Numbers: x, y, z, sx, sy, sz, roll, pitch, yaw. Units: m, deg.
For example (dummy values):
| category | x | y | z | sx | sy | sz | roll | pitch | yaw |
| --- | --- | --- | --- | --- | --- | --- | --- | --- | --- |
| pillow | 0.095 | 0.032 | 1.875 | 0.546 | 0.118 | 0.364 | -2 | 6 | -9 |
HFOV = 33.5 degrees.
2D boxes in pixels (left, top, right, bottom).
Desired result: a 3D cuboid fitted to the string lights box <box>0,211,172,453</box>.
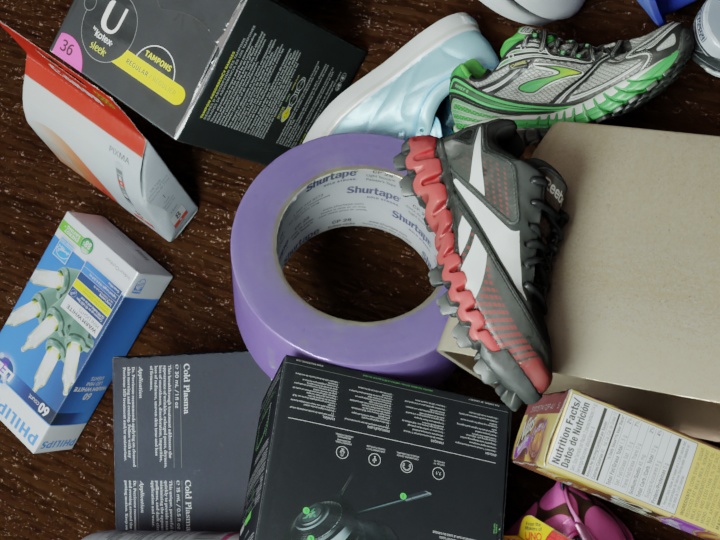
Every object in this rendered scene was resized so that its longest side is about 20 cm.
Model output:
| category | x | y | z | sx | sy | sz | roll | pitch | yaw |
| --- | --- | --- | --- | --- | --- | --- | --- | --- | --- |
| string lights box | -0.271 | 0.058 | 1.118 | 0.102 | 0.059 | 0.201 | 37 | 102 | 22 |

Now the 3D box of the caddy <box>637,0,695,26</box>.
| category | x | y | z | sx | sy | sz | roll | pitch | yaw |
| --- | --- | --- | --- | --- | --- | --- | --- | --- | --- |
| caddy | 0.206 | -0.279 | 0.865 | 0.104 | 0.141 | 0.202 | -19 | 77 | 20 |

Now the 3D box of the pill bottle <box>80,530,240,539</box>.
| category | x | y | z | sx | sy | sz | roll | pitch | yaw |
| --- | --- | --- | --- | --- | --- | --- | --- | --- | --- |
| pill bottle | -0.163 | 0.255 | 0.905 | 0.198 | 0.113 | 0.115 | -5 | 84 | 27 |

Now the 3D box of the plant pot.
| category | x | y | z | sx | sy | sz | roll | pitch | yaw |
| --- | --- | --- | --- | --- | --- | --- | --- | --- | --- |
| plant pot | 0.192 | 0.007 | 0.829 | 0.198 | 0.200 | 0.179 | 9 | 79 | 26 |

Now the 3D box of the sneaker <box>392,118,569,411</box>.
| category | x | y | z | sx | sy | sz | roll | pitch | yaw |
| --- | --- | --- | --- | --- | --- | --- | --- | --- | --- |
| sneaker | 0.090 | -0.015 | 0.736 | 0.097 | 0.071 | 0.202 | -23 | 56 | 12 |

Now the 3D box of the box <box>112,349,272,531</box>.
| category | x | y | z | sx | sy | sz | roll | pitch | yaw |
| --- | --- | --- | --- | --- | --- | --- | --- | --- | --- |
| box | -0.105 | 0.168 | 1.003 | 0.180 | 0.104 | 0.203 | -4 | 85 | 27 |

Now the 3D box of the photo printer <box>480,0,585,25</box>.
| category | x | y | z | sx | sy | sz | roll | pitch | yaw |
| --- | --- | --- | --- | --- | --- | --- | --- | --- | --- |
| photo printer | 0.110 | -0.287 | 0.899 | 0.069 | 0.166 | 0.203 | -14 | 81 | 31 |

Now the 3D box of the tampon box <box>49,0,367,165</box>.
| category | x | y | z | sx | sy | sz | roll | pitch | yaw |
| --- | --- | --- | --- | --- | --- | --- | --- | --- | --- |
| tampon box | -0.120 | -0.178 | 0.984 | 0.149 | 0.199 | 0.127 | 34 | 101 | 24 |

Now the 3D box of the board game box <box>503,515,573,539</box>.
| category | x | y | z | sx | sy | sz | roll | pitch | yaw |
| --- | --- | --- | --- | --- | --- | --- | --- | --- | --- |
| board game box | 0.112 | 0.278 | 0.814 | 0.095 | 0.030 | 0.202 | 22 | 96 | 47 |

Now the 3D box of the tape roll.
| category | x | y | z | sx | sy | sz | roll | pitch | yaw |
| --- | --- | --- | --- | --- | --- | --- | --- | --- | --- |
| tape roll | 0.000 | 0.000 | 0.918 | 0.197 | 0.085 | 0.202 | 1 | 61 | -2 |

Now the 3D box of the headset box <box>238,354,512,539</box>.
| category | x | y | z | sx | sy | sz | roll | pitch | yaw |
| --- | --- | --- | --- | --- | --- | --- | --- | --- | --- |
| headset box | 0.006 | 0.183 | 0.828 | 0.172 | 0.093 | 0.202 | 12 | 60 | -10 |

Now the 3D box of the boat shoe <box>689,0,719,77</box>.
| category | x | y | z | sx | sy | sz | roll | pitch | yaw |
| --- | --- | --- | --- | --- | --- | --- | --- | --- | --- |
| boat shoe | 0.326 | -0.142 | 0.835 | 0.197 | 0.068 | 0.075 | 10 | 78 | 2 |

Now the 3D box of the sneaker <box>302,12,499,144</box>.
| category | x | y | z | sx | sy | sz | roll | pitch | yaw |
| --- | --- | --- | --- | --- | --- | --- | --- | --- | --- |
| sneaker | 0.031 | -0.118 | 0.975 | 0.200 | 0.074 | 0.082 | -41 | 65 | 18 |

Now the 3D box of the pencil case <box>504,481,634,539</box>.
| category | x | y | z | sx | sy | sz | roll | pitch | yaw |
| --- | --- | --- | --- | --- | --- | --- | --- | --- | --- |
| pencil case | 0.107 | 0.240 | 0.898 | 0.091 | 0.094 | 0.200 | 45 | 108 | 4 |

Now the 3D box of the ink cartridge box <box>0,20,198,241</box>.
| category | x | y | z | sx | sy | sz | roll | pitch | yaw |
| --- | --- | --- | --- | --- | --- | --- | --- | --- | --- |
| ink cartridge box | -0.239 | -0.119 | 1.040 | 0.162 | 0.200 | 0.050 | 35 | 81 | 24 |

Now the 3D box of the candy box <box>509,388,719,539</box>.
| category | x | y | z | sx | sy | sz | roll | pitch | yaw |
| --- | --- | --- | --- | --- | --- | --- | --- | --- | --- |
| candy box | 0.208 | 0.141 | 0.800 | 0.198 | 0.117 | 0.057 | 23 | 82 | 0 |

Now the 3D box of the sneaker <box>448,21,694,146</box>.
| category | x | y | z | sx | sy | sz | roll | pitch | yaw |
| --- | --- | --- | --- | --- | --- | --- | --- | --- | --- |
| sneaker | 0.145 | -0.141 | 0.868 | 0.198 | 0.078 | 0.086 | -14 | 97 | 35 |
